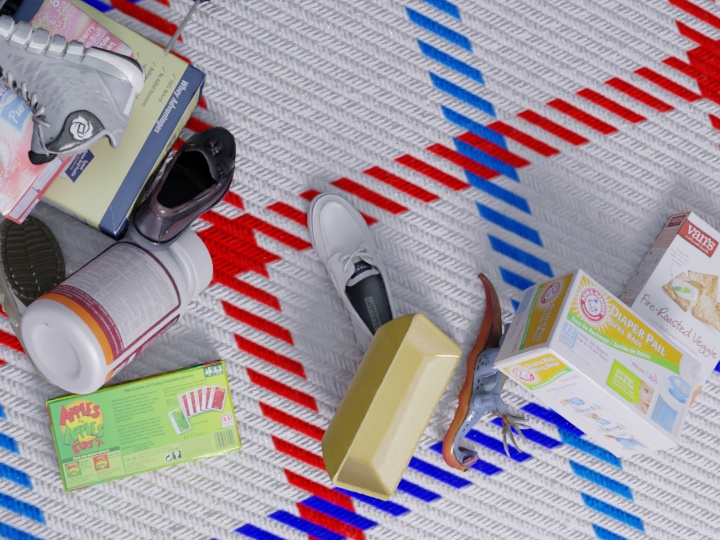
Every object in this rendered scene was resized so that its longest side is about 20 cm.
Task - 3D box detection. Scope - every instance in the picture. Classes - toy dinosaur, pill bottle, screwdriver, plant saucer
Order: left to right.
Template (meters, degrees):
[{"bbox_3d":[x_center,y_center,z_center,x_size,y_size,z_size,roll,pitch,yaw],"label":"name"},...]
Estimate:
[{"bbox_3d":[-0.252,0.032,1.176,0.110,0.109,0.200,51,45,-5],"label":"pill bottle"},{"bbox_3d":[-0.182,-0.291,1.217,0.028,0.201,0.029,18,126,-2],"label":"screwdriver"},{"bbox_3d":[0.029,0.149,1.243,0.048,0.200,0.201,24,83,24],"label":"plant saucer"},{"bbox_3d":[0.148,0.142,1.326,0.181,0.105,0.200,-40,62,-1],"label":"toy dinosaur"}]

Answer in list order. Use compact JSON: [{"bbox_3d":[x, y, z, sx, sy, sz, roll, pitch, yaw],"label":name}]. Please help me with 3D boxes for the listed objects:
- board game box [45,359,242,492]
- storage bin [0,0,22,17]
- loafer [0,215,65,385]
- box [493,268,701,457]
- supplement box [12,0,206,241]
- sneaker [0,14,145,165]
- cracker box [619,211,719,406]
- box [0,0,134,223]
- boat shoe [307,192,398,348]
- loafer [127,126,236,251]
[{"bbox_3d":[-0.241,0.172,1.243,0.198,0.048,0.103,-12,90,-12],"label":"board game box"},{"bbox_3d":[-0.438,-0.245,1.175,0.093,0.135,0.201,32,82,-9],"label":"storage bin"},{"bbox_3d":[-0.357,0.037,1.215,0.075,0.068,0.202,-9,74,-36],"label":"loafer"},{"bbox_3d":[0.267,0.106,1.245,0.199,0.101,0.113,36,61,-17],"label":"box"},{"bbox_3d":[-0.301,-0.166,1.199,0.199,0.134,0.201,29,83,-8],"label":"supplement box"},{"bbox_3d":[-0.301,-0.158,0.992,0.198,0.075,0.117,15,88,-10],"label":"sneaker"},{"bbox_3d":[0.395,0.047,1.367,0.133,0.058,0.201,35,81,-8],"label":"cracker box"},{"bbox_3d":[-0.314,-0.154,1.076,0.094,0.103,0.201,36,83,-7],"label":"box"},{"bbox_3d":[0.000,0.000,1.287,0.073,0.065,0.201,-28,93,-10],"label":"boat shoe"},{"bbox_3d":[-0.181,-0.100,1.207,0.072,0.063,0.201,34,45,-4],"label":"loafer"}]
